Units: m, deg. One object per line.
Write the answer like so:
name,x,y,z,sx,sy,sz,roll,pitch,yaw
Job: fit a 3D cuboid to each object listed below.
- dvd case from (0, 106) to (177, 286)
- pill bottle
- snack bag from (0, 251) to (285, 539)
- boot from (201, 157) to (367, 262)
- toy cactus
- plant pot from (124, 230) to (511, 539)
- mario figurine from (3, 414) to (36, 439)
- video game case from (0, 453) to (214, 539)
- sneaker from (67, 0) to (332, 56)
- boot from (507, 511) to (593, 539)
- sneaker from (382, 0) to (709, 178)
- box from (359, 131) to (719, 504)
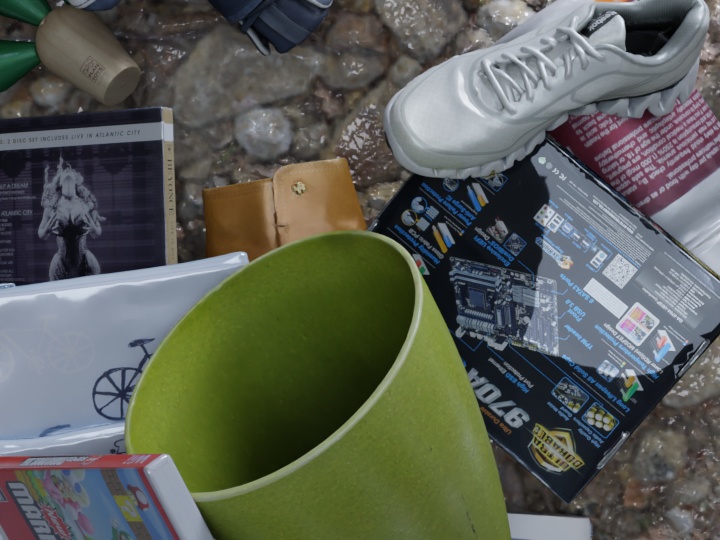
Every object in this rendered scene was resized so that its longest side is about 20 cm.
dvd case,-0.178,0.002,1.088,0.149,0.016,0.200,-1,92,29
pill bottle,0.166,-0.076,1.084,0.114,0.114,0.200,-34,91,-1
snack bag,-0.138,0.093,1.031,0.188,0.021,0.200,-8,103,-9
boot,0.000,0.000,1.101,0.201,0.071,0.144,-3,91,2
toy cactus,-0.203,-0.167,1.068,0.165,0.102,0.200,41,91,19
plant pot,0.000,0.114,0.975,0.187,0.187,0.200,-37,123,-1
mario figurine,-0.286,0.047,1.067,0.123,0.106,0.200,-44,83,1
video game case,-0.132,0.164,0.945,0.017,0.200,0.143,-36,107,-36
sneaker,-0.090,-0.177,1.043,0.077,0.202,0.146,-31,112,34
boot,0.048,0.195,1.102,0.200,0.073,0.090,5,85,-3
sneaker,0.106,-0.111,0.970,0.200,0.081,0.075,-21,75,-16
box,0.101,0.013,1.027,0.200,0.046,0.159,40,101,7
